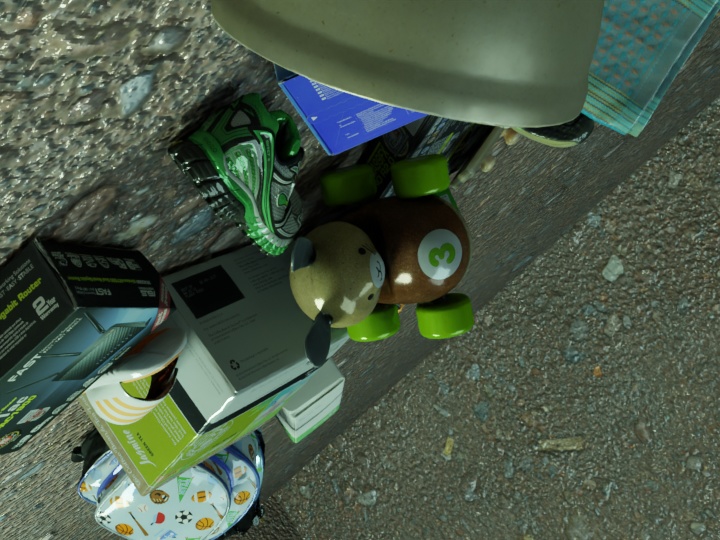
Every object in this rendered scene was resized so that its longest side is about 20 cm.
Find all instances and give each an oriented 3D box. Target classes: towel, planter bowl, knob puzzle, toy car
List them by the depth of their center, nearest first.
[{"bbox_3d":[0.036,-0.172,0.489,0.199,0.198,0.137,-23,136,-52],"label":"planter bowl"},{"bbox_3d":[0.123,-0.186,0.596,0.148,0.198,0.022,-59,-170,22],"label":"towel"},{"bbox_3d":[0.000,0.000,0.898,0.155,0.168,0.199,-5,-167,30],"label":"toy car"},{"bbox_3d":[0.173,-0.175,1.097,0.221,0.030,0.220,-55,180,-1],"label":"knob puzzle"}]

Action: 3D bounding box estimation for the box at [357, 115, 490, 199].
[{"bbox_3d":[0.079,-0.145,1.027,0.159,0.044,0.200,-32,167,-33],"label":"box"}]

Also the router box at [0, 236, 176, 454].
[{"bbox_3d":[-0.253,0.065,0.755,0.199,0.062,0.150,-41,167,12],"label":"router box"}]

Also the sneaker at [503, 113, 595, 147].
[{"bbox_3d":[0.114,-0.139,0.755,0.077,0.200,0.089,-43,135,1],"label":"sneaker"}]

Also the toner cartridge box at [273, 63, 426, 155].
[{"bbox_3d":[0.047,-0.154,0.674,0.197,0.044,0.095,-21,148,11],"label":"toner cartridge box"}]

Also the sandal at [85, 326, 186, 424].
[{"bbox_3d":[-0.209,0.103,0.889,0.205,0.060,0.079,-19,-167,46],"label":"sandal"}]

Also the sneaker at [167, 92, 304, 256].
[{"bbox_3d":[-0.071,-0.070,0.764,0.085,0.078,0.200,-39,168,1],"label":"sneaker"}]

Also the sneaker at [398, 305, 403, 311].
[{"bbox_3d":[0.041,0.032,1.507,0.199,0.078,0.079,-33,166,-34],"label":"sneaker"}]

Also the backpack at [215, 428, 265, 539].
[{"bbox_3d":[-0.202,0.243,1.331,0.132,0.184,0.202,-13,144,-26],"label":"backpack"}]

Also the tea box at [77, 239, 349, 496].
[{"bbox_3d":[-0.145,0.090,1.009,0.199,0.134,0.197,-24,163,-52],"label":"tea box"}]

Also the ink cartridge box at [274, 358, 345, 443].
[{"bbox_3d":[-0.092,0.123,1.262,0.083,0.147,0.200,-34,168,-13],"label":"ink cartridge box"}]

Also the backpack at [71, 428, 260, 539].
[{"bbox_3d":[-0.209,0.229,1.157,0.189,0.155,0.200,31,119,-32],"label":"backpack"}]

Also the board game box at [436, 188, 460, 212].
[{"bbox_3d":[-0.003,-0.021,1.122,0.198,0.041,0.152,-27,179,40],"label":"board game box"}]
